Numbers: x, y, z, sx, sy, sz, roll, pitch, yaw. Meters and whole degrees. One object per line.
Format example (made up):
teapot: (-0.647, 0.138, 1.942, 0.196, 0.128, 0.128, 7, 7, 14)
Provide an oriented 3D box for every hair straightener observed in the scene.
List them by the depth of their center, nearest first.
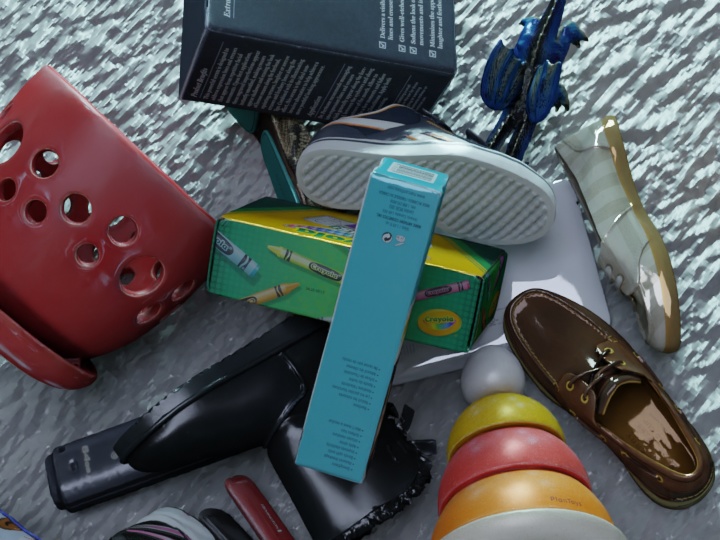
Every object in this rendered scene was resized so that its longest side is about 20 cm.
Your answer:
hair straightener: (-0.053, 0.249, 1.098, 0.077, 0.041, 0.200, -47, 73, 19)

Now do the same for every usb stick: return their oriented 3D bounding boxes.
usb stick: (-0.145, 0.131, 1.152, 0.198, 0.033, 0.056, -20, 68, 2)

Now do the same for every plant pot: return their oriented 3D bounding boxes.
plant pot: (-0.220, -0.022, 1.138, 0.200, 0.200, 0.183, 39, 87, 20)

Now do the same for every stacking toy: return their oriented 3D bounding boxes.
stacking toy: (0.109, 0.139, 1.074, 0.144, 0.147, 0.202, -9, 50, 6)

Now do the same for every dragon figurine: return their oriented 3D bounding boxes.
dragon figurine: (0.129, -0.150, 1.153, 0.058, 0.202, 0.100, 21, 36, 14)

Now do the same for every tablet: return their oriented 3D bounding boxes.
tablet: (0.084, 0.010, 1.168, 0.198, 0.014, 0.132, -14, 68, 4)

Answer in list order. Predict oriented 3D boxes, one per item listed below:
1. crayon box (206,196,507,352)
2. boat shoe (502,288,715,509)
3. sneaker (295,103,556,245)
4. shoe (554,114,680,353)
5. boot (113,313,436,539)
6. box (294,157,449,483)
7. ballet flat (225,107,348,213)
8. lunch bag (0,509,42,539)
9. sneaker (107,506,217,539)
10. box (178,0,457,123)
crayon box: (0.000, 0.000, 1.105, 0.198, 0.119, 0.059, 13, 103, 11)
boat shoe: (0.181, 0.084, 1.089, 0.072, 0.068, 0.200, -41, 72, -5)
sneaker: (0.056, -0.080, 1.143, 0.198, 0.079, 0.080, 13, 37, 9)
shoe: (0.195, -0.024, 1.133, 0.053, 0.070, 0.202, -14, 60, 3)
boot: (-0.057, 0.135, 1.086, 0.197, 0.073, 0.163, -32, 82, -19)
box: (0.008, 0.031, 1.001, 0.049, 0.082, 0.202, 16, 103, 4)
ballet flat: (-0.063, -0.124, 1.224, 0.075, 0.068, 0.201, -24, 72, -23)
lunch bag: (-0.301, 0.261, 1.058, 0.169, 0.124, 0.201, 21, 69, 46)
sneaker: (-0.105, 0.242, 1.052, 0.199, 0.086, 0.081, 24, 102, 27)
box: (-0.034, -0.206, 1.175, 0.198, 0.107, 0.150, 8, 64, -16)
